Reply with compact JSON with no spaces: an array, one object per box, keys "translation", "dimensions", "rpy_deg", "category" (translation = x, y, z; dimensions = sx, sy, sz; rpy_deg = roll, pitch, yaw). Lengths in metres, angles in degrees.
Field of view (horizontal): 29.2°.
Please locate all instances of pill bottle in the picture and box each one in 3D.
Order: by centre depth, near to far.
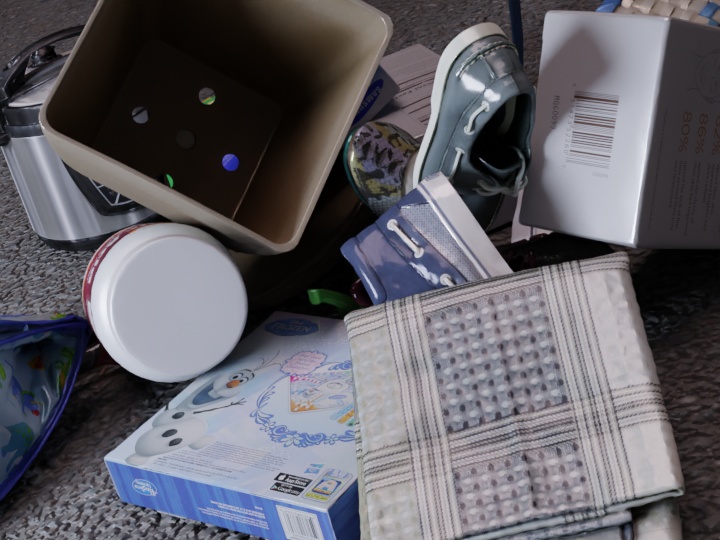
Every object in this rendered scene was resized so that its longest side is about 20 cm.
[{"translation":[-0.147,0.021,1.033],"dimensions":[0.113,0.115,0.200],"rpy_deg":[-23,7,-13],"category":"pill bottle"}]

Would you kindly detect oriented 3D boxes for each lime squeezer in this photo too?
[{"translation":[0.000,0.000,1.088],"dimensions":[0.037,0.071,0.200],"rpy_deg":[-17,21,29],"category":"lime squeezer"}]

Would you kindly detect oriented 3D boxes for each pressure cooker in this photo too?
[{"translation":[-0.276,-0.140,1.381],"dimensions":[0.177,0.202,0.176],"rpy_deg":[-7,27,16],"category":"pressure cooker"}]

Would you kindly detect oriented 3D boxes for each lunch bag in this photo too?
[{"translation":[-0.320,0.094,1.040],"dimensions":[0.169,0.128,0.200],"rpy_deg":[0,31,29],"category":"lunch bag"}]

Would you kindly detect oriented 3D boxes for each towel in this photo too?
[{"translation":[0.085,0.090,0.825],"dimensions":[0.191,0.035,0.202],"rpy_deg":[-12,59,9],"category":"towel"}]

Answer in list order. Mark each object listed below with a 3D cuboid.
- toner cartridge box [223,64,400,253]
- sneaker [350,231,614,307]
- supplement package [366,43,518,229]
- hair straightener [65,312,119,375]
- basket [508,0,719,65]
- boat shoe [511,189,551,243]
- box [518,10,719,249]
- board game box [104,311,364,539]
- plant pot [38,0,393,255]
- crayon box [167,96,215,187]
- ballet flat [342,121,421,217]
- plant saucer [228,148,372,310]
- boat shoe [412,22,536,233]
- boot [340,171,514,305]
[{"translation":[-0.062,-0.114,1.204],"dimensions":[0.200,0.043,0.095],"rpy_deg":[-45,31,5],"category":"toner cartridge box"},{"translation":[0.078,0.016,0.988],"dimensions":[0.199,0.077,0.115],"rpy_deg":[-7,-2,38],"category":"sneaker"},{"translation":[0.057,-0.112,1.239],"dimensions":[0.109,0.115,0.200],"rpy_deg":[-23,29,-12],"category":"supplement package"},{"translation":[-0.234,0.068,1.153],"dimensions":[0.199,0.041,0.077],"rpy_deg":[-32,30,-20],"category":"hair straightener"},{"translation":[0.221,-0.183,1.214],"dimensions":[0.199,0.178,0.139],"rpy_deg":[18,45,32],"category":"basket"},{"translation":[0.171,-0.056,1.112],"dimensions":[0.085,0.075,0.203],"rpy_deg":[-8,30,16],"category":"boat shoe"},{"translation":[0.224,-0.097,0.995],"dimensions":[0.199,0.154,0.106],"rpy_deg":[1,9,-44],"category":"box"},{"translation":[-0.038,0.104,0.956],"dimensions":[0.199,0.044,0.199],"rpy_deg":[6,34,37],"category":"board game box"},{"translation":[-0.119,-0.125,1.062],"dimensions":[0.201,0.199,0.177],"rpy_deg":[-66,10,-17],"category":"plant pot"},{"translation":[-0.091,-0.120,1.330],"dimensions":[0.199,0.120,0.058],"rpy_deg":[-32,31,-30],"category":"crayon box"},{"translation":[0.054,-0.054,1.066],"dimensions":[0.071,0.200,0.073],"rpy_deg":[-10,63,20],"category":"ballet flat"},{"translation":[-0.060,-0.039,1.190],"dimensions":[0.199,0.029,0.201],"rpy_deg":[-31,31,21],"category":"plant saucer"},{"translation":[0.083,-0.077,0.952],"dimensions":[0.072,0.201,0.062],"rpy_deg":[-24,57,-19],"category":"boat shoe"},{"translation":[0.074,0.038,0.922],"dimensions":[0.090,0.201,0.073],"rpy_deg":[-36,-17,3],"category":"boot"}]
